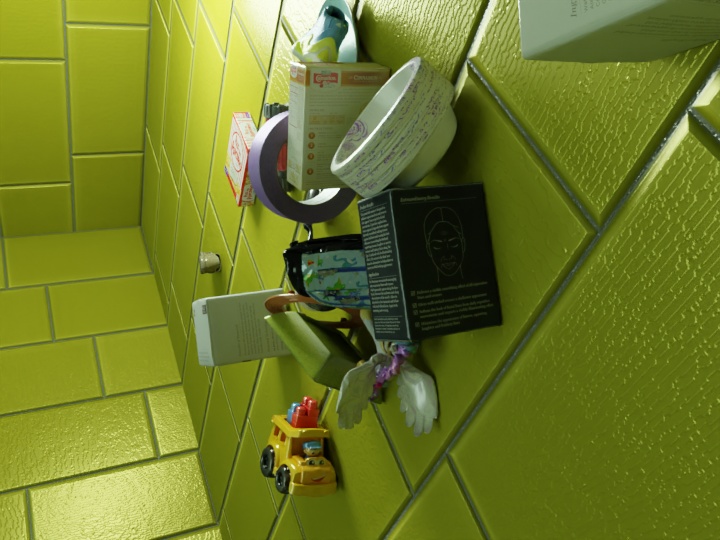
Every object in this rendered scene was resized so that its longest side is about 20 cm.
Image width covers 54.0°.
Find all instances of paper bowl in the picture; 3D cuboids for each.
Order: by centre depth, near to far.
[{"bbox_3d":[0.056,-0.189,0.993,0.201,0.104,0.201,-46,19,21],"label":"paper bowl"}]

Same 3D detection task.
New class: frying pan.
[{"bbox_3d":[-0.103,-0.101,1.425,0.115,0.031,0.191,121,162,-68],"label":"frying pan"}]

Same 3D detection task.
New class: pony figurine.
[{"bbox_3d":[0.039,0.158,1.161,0.200,0.166,0.194,-144,58,-77],"label":"pony figurine"}]

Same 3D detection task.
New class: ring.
[{"bbox_3d":[-0.079,0.072,1.316,0.200,0.200,0.019,145,137,-62],"label":"ring"}]

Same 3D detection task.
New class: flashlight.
[{"bbox_3d":[-0.184,-0.273,1.585,0.068,0.067,0.201,-142,51,-63],"label":"flashlight"}]

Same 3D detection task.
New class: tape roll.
[{"bbox_3d":[-0.097,-0.187,1.268,0.066,0.199,0.201,20,115,62],"label":"tape roll"}]

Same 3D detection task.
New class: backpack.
[{"bbox_3d":[0.000,0.000,1.138,0.163,0.199,0.154,-6,-100,-76],"label":"backpack"}]

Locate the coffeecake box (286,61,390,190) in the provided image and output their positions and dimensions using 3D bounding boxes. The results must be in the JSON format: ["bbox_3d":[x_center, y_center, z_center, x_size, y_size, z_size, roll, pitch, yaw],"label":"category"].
[{"bbox_3d":[-0.039,-0.243,1.185,0.073,0.153,0.201,40,131,55],"label":"coffeecake box"}]

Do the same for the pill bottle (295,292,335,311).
[{"bbox_3d":[-0.063,0.016,1.347,0.200,0.110,0.111,138,121,-65],"label":"pill bottle"}]

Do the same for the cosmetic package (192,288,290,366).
[{"bbox_3d":[-0.298,0.143,1.761,0.165,0.199,0.166,164,98,-65],"label":"cosmetic package"}]

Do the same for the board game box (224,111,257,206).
[{"bbox_3d":[-0.308,-0.293,1.867,0.152,0.046,0.200,64,149,35],"label":"board game box"}]

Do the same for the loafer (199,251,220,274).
[{"bbox_3d":[-0.490,-0.022,2.305,0.200,0.067,0.076,-142,52,-77],"label":"loafer"}]

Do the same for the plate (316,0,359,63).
[{"bbox_3d":[-0.040,-0.402,1.299,0.200,0.025,0.201,24,117,61],"label":"plate"}]

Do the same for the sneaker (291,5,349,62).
[{"bbox_3d":[-0.062,-0.411,1.256,0.105,0.076,0.200,-58,25,10],"label":"sneaker"}]

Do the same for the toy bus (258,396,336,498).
[{"bbox_3d":[-0.127,0.391,1.592,0.200,0.135,0.193,21,100,59],"label":"toy bus"}]

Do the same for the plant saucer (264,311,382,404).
[{"bbox_3d":[-0.056,0.151,1.312,0.048,0.200,0.200,-53,46,7],"label":"plant saucer"}]

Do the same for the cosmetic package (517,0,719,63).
[{"bbox_3d":[0.246,-0.273,0.563,0.200,0.164,0.166,1,97,63],"label":"cosmetic package"}]

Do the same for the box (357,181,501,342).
[{"bbox_3d":[0.093,-0.011,0.973,0.107,0.148,0.201,-9,88,64],"label":"box"}]
